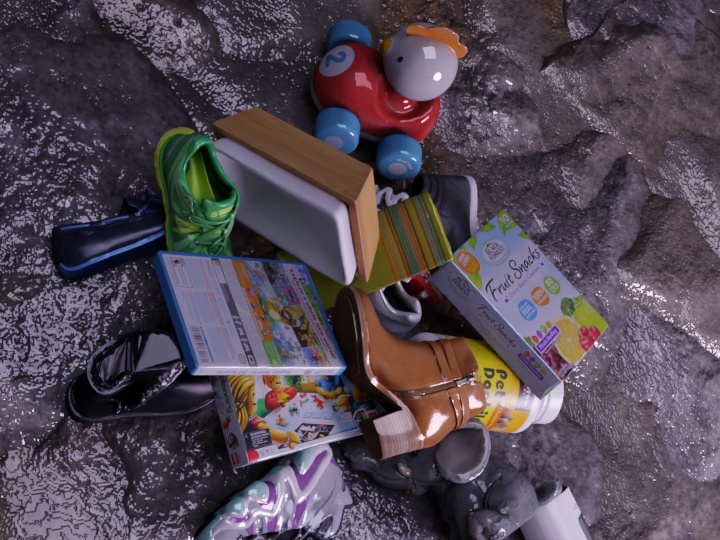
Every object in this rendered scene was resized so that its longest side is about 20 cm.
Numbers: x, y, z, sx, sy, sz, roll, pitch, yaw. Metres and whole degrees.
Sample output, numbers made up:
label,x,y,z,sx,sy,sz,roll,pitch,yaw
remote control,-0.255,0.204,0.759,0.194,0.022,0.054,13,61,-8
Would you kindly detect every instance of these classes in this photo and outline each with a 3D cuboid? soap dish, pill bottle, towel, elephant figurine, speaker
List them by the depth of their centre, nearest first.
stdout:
label,x,y,z,sx,sy,sz,roll,pitch,yaw
soap dish,-0.067,-0.086,1.273,0.198,0.158,0.082,29,64,22
towel,0.005,-0.017,1.330,0.197,0.018,0.087,-21,86,7
elephant figurine,0.107,0.239,1.351,0.201,0.142,0.154,53,31,15
speaker,0.267,0.374,1.407,0.080,0.081,0.203,-23,84,-31
pill bottle,0.151,0.143,1.408,0.197,0.109,0.111,9,69,-24

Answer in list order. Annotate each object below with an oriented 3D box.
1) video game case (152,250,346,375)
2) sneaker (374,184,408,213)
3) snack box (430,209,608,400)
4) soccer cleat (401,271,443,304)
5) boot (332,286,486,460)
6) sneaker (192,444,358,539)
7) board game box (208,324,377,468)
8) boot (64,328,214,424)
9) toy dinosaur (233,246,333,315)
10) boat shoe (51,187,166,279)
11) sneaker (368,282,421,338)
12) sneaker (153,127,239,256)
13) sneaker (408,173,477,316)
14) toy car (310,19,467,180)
label,x,y,z,sx,sy,sz,roll,pitch,yaw
video game case,-0.116,0.047,1.208,0.198,0.018,0.145,5,51,-42
sneaker,-0.023,-0.074,1.369,0.197,0.075,0.082,19,84,16
snack box,0.198,0.039,1.399,0.200,0.053,0.142,48,45,5
soccer cleat,0.043,-0.043,1.441,0.200,0.069,0.085,44,71,-2
boot,0.059,0.098,1.272,0.153,0.076,0.203,-19,91,-26
sneaker,-0.080,0.290,1.261,0.199,0.078,0.141,-34,89,-31
board game box,-0.072,0.133,1.244,0.198,0.034,0.128,-8,77,-44
boot,-0.208,0.110,1.204,0.197,0.168,0.078,-9,78,-29
toy dinosaur,-0.115,0.019,1.355,0.196,0.047,0.090,-4,81,-24
boat shoe,-0.255,-0.056,1.288,0.198,0.084,0.070,-21,80,-33
sneaker,0.000,0.000,1.399,0.200,0.080,0.071,41,62,-7
sneaker,-0.173,-0.056,1.243,0.073,0.083,0.204,-26,111,-36
sneaker,0.102,-0.038,1.472,0.097,0.071,0.204,9,63,-22
toy car,0.047,-0.255,1.422,0.174,0.200,0.187,20,54,-19
